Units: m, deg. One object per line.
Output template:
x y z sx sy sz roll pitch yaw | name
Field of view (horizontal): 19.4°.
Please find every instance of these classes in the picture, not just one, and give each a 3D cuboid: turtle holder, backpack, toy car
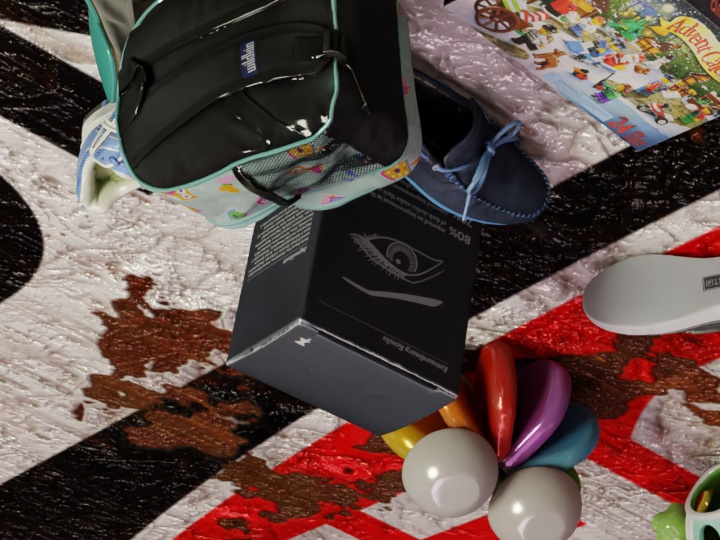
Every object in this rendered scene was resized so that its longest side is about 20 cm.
0.362 0.235 1.941 0.132 0.141 0.186 42 180 -19 | turtle holder
-0.063 -0.122 1.422 0.200 0.176 0.153 -18 155 26 | backpack
0.122 0.137 1.842 0.200 0.175 0.150 25 110 -21 | toy car

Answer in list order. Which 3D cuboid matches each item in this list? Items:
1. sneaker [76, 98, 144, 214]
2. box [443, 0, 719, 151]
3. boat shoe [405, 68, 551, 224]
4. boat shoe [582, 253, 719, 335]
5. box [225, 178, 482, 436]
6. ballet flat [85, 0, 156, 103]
-0.152 -0.105 1.585 0.076 0.077 0.200 26 145 -21 | sneaker
0.174 -0.164 1.414 0.200 0.038 0.137 32 144 -30 | box
0.063 -0.090 1.528 0.200 0.084 0.069 25 158 -26 | boat shoe
0.276 0.024 1.663 0.200 0.069 0.057 -8 145 25 | boat shoe
0.000 0.000 1.585 0.148 0.200 0.104 28 145 -25 | box
-0.164 -0.183 1.478 0.064 0.067 0.200 -18 151 -7 | ballet flat
